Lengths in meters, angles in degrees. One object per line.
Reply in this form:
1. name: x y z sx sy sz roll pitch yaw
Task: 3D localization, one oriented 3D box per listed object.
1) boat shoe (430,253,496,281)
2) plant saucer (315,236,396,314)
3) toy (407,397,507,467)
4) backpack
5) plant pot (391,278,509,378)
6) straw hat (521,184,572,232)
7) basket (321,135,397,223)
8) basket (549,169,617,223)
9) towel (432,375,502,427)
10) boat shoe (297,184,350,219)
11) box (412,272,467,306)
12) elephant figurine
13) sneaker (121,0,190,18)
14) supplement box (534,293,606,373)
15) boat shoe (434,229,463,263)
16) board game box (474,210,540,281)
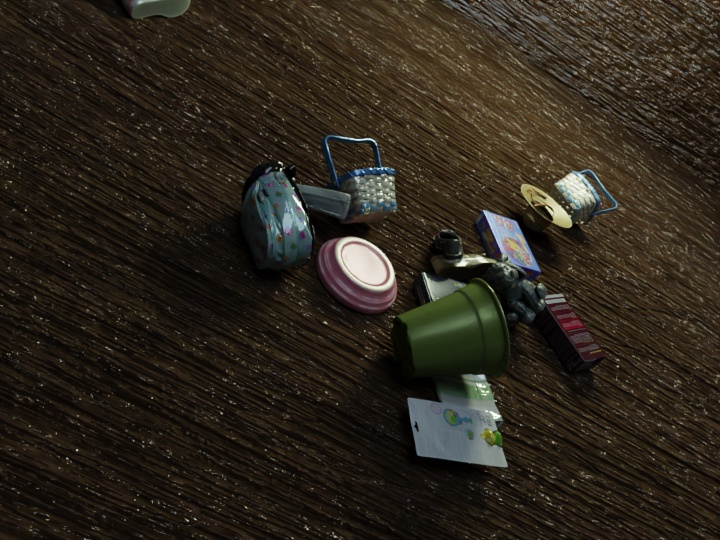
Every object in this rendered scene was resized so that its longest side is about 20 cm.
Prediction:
1. boat shoe: 0.266 -0.014 1.596 0.197 0.074 0.063 1 43 -34
2. plant saucer: 0.000 0.000 1.382 0.198 0.051 0.203 22 40 -20
3. toy: 0.174 0.314 1.199 0.196 0.048 0.117 12 44 -21
4. backpack: -0.169 -0.094 1.273 0.124 0.168 0.202 -13 60 -22
5. plant pot: 0.165 0.134 1.266 0.186 0.202 0.202 -11 54 -14
6. straw hat: 0.555 -0.171 1.987 0.198 0.086 0.203 25 33 -17
7. basket: -0.007 -0.216 1.500 0.174 0.138 0.204 -6 83 -43
8. basket: 0.751 -0.254 2.172 0.197 0.140 0.178 -19 59 -13
9. towel: 0.213 0.229 1.334 0.147 0.031 0.202 15 43 -29
10. boat shoe: -0.122 -0.151 1.410 0.197 0.073 0.070 10 6 7
11. box: 0.224 0.096 1.465 0.197 0.051 0.160 14 44 -29
12. elephant figurine: 0.354 0.026 1.554 0.200 0.154 0.143 44 55 -19
13. sneaker: -0.544 -0.722 1.665 0.105 0.075 0.199 50 42 8
14. supplement box: 0.529 0.159 1.641 0.107 0.061 0.202 -2 51 -39
15. boat shoe: 0.222 -0.073 1.576 0.065 0.058 0.200 0 18 0
16. board game box: 0.413 -0.070 1.797 0.132 0.045 0.202 14 43 -28
